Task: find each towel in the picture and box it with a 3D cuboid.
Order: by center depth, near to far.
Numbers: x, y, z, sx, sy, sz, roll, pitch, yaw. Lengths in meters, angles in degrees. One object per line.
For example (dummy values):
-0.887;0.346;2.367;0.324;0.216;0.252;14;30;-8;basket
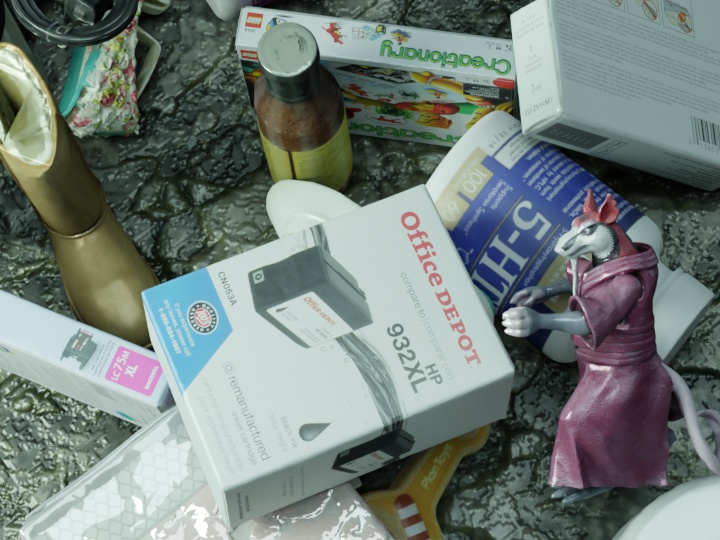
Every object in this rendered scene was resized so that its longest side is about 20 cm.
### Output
-0.096;0.181;1.296;0.200;0.032;0.191;-37;72;-6;towel

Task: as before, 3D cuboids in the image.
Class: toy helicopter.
0.023;0.156;1.358;0.132;0.079;0.200;40;58;-9;toy helicopter

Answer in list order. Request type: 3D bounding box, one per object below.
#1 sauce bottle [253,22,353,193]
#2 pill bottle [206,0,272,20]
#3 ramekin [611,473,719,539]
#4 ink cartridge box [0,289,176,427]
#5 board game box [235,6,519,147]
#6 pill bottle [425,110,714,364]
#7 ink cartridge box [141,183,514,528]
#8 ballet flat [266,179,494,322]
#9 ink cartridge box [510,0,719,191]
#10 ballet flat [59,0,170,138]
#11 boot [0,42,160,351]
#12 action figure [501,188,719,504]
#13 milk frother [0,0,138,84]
-0.040;-0.109;1.397;0.066;0.200;0.066;0;69;1;sauce bottle
-0.039;-0.278;1.505;0.199;0.112;0.113;-27;71;-6;pill bottle
0.247;0.228;1.313;0.199;0.098;0.202;-1;70;3;ramekin
-0.211;0.057;1.390;0.199;0.119;0.042;19;75;10;ink cartridge box
0.015;-0.136;1.443;0.199;0.126;0.035;8;70;7;board game box
0.140;-0.007;1.391;0.200;0.120;0.120;37;76;11;pill bottle
-0.021;0.053;1.279;0.199;0.084;0.146;-21;68;-10;ink cartridge box
0.000;0.000;1.384;0.199;0.070;0.070;32;75;23;ballet flat
0.189;-0.161;1.422;0.199;0.043;0.175;13;63;-38;ink cartridge box
-0.179;-0.189;1.515;0.064;0.076;0.201;17;74;-23;ballet flat
-0.202;-0.041;1.382;0.066;0.200;0.176;-31;71;-8;boot
0.164;0.047;1.262;0.148;0.134;0.201;2;112;8;action figure
-0.252;-0.164;1.430;0.200;0.188;0.181;41;78;20;milk frother
